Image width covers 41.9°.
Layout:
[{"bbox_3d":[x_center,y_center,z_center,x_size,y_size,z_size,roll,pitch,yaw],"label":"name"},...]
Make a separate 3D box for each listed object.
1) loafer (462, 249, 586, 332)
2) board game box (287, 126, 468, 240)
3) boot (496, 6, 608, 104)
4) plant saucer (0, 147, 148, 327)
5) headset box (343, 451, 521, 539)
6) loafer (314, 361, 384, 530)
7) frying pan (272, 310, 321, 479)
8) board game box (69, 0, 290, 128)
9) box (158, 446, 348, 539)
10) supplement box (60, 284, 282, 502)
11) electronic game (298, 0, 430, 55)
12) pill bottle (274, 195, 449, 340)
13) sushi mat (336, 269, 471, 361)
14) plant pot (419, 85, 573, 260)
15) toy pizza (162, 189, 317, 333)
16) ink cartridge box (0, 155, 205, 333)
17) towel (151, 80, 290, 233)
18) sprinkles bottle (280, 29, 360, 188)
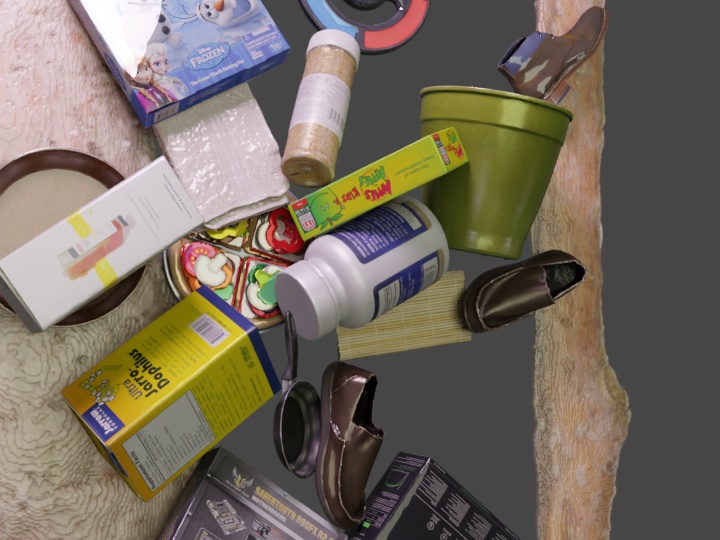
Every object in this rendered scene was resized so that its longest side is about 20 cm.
[{"bbox_3d":[0.222,0.021,1.259,0.199,0.071,0.074,-28,102,-25],"label":"loafer"},{"bbox_3d":[0.022,-0.104,1.122,0.048,0.199,0.101,65,25,-4],"label":"board game box"},{"bbox_3d":[0.275,-0.322,1.334,0.097,0.075,0.201,39,73,-17],"label":"boot"},{"bbox_3d":[-0.337,-0.036,1.060,0.198,0.034,0.203,3,82,-22],"label":"plant saucer"},{"bbox_3d":[0.070,0.358,1.156,0.174,0.093,0.201,42,70,-14],"label":"headset box"},{"bbox_3d":[-0.009,0.211,1.137,0.073,0.070,0.203,10,77,-61],"label":"loafer"},{"bbox_3d":[-0.084,0.157,1.103,0.115,0.031,0.192,-62,139,-52],"label":"frying pan"},{"bbox_3d":[-0.218,-0.299,1.117,0.199,0.043,0.200,-31,84,-23],"label":"board game box"},{"bbox_3d":[-0.125,0.323,1.071,0.199,0.048,0.159,38,47,-15],"label":"box"},{"bbox_3d":[-0.204,0.132,1.035,0.199,0.109,0.110,-38,137,-22],"label":"supplement box"},{"bbox_3d":[0.004,-0.384,1.242,0.198,0.042,0.203,3,82,-23],"label":"electronic game"},{"bbox_3d":[0.000,0.000,1.143,0.199,0.119,0.121,-28,95,-30],"label":"pill bottle"},{"bbox_3d":[0.056,0.057,1.229,0.198,0.012,0.097,-7,86,-24],"label":"sushi mat"},{"bbox_3d":[0.157,-0.118,1.209,0.198,0.200,0.195,10,91,-22],"label":"plant pot"},{"bbox_3d":[-0.140,-0.022,1.143,0.198,0.032,0.203,3,83,-23],"label":"toy pizza"},{"bbox_3d":[-0.279,-0.022,0.988,0.199,0.145,0.084,-36,100,-22],"label":"ink cartridge box"},{"bbox_3d":[-0.172,-0.151,1.126,0.132,0.034,0.202,-22,82,-24],"label":"towel"},{"bbox_3d":[-0.048,-0.201,1.155,0.068,0.068,0.202,22,59,-19],"label":"sprinkles bottle"}]
